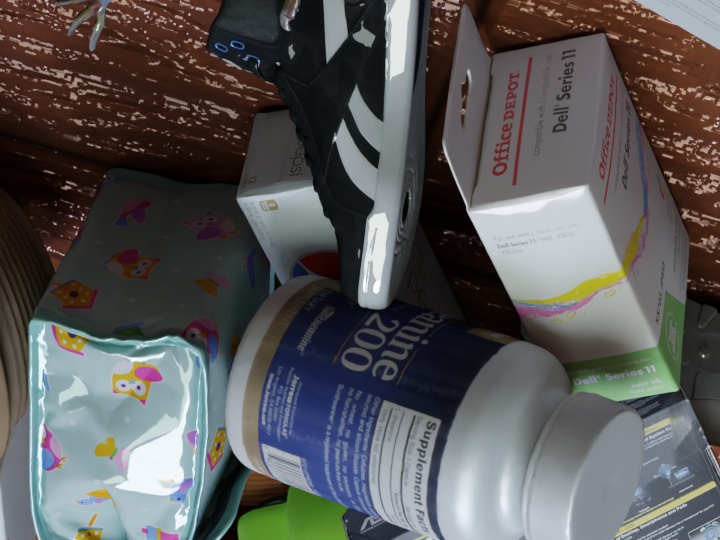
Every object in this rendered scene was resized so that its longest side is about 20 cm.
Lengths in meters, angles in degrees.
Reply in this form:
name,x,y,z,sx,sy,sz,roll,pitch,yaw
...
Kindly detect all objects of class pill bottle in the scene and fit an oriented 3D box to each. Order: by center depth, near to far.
name,x,y,z,sx,sy,sz,roll,pitch,yaw
pill bottle,0.040,0.080,1.416,0.200,0.111,0.111,18,143,27

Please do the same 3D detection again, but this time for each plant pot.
name,x,y,z,sx,sy,sz,roll,pitch,yaw
plant pot,-0.231,0.012,1.536,0.201,0.093,0.201,39,143,37

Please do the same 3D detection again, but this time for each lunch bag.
name,x,y,z,sx,sy,sz,roll,pitch,yaw
lunch bag,-0.110,0.072,1.516,0.122,0.170,0.200,7,122,10

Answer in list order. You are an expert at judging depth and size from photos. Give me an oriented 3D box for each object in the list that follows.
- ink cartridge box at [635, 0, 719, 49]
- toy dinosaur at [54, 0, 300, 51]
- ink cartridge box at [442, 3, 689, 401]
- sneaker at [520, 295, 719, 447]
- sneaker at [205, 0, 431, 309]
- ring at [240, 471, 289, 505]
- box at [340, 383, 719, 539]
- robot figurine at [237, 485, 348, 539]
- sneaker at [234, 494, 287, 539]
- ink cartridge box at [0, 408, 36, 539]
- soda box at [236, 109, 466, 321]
name,x,y,z,sx,sy,sz,roll,pitch,yaw
ink cartridge box,0.220,-0.176,1.266,0.200,0.084,0.176,28,136,-19
toy dinosaur,-0.098,-0.189,1.295,0.181,0.105,0.200,22,155,1
ink cartridge box,0.109,-0.038,1.417,0.067,0.117,0.200,-10,135,21
sneaker,0.182,0.062,1.551,0.200,0.076,0.081,16,147,-4
sneaker,-0.025,-0.084,1.395,0.112,0.073,0.200,7,104,11
ring,-0.082,0.074,1.656,0.200,0.019,0.201,5,138,5
box,0.111,0.159,1.509,0.200,0.049,0.161,-26,123,3
robot figurine,0.033,0.158,1.596,0.200,0.116,0.175,-14,153,10
sneaker,0.009,0.191,1.708,0.200,0.071,0.099,9,160,8
ink cartridge box,-0.309,0.131,1.719,0.200,0.083,0.145,7,138,4
soda box,0.000,0.000,1.519,0.064,0.068,0.200,-8,135,21
